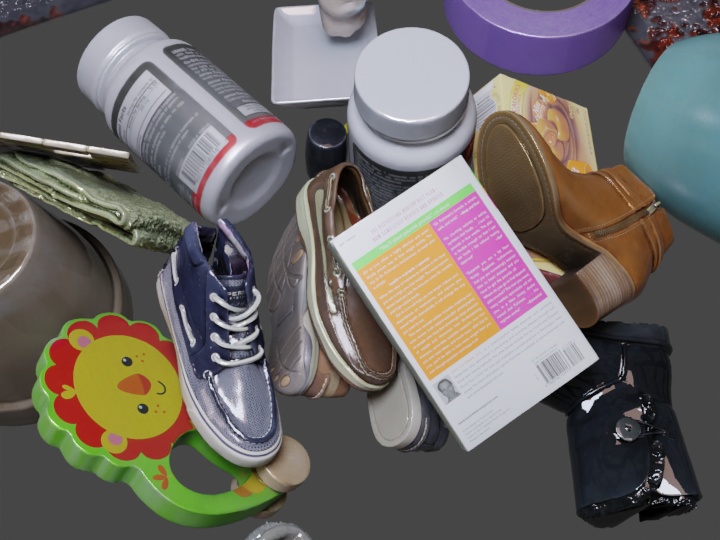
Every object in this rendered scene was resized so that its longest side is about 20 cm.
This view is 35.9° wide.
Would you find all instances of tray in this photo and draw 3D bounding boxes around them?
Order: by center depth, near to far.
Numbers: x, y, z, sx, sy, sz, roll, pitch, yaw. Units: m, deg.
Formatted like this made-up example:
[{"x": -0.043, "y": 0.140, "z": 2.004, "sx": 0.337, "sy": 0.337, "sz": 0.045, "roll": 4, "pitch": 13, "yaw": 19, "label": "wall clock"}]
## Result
[{"x": -0.034, "y": -0.213, "z": 1.108, "sx": 0.107, "sy": 0.022, "sz": 0.200, "roll": -4, "pitch": 39, "yaw": 0, "label": "tray"}]

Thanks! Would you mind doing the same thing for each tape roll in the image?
[{"x": 0.187, "y": -0.304, "z": 1.160, "sx": 0.199, "sy": 0.066, "sz": 0.201, "roll": -1, "pitch": 64, "yaw": 2, "label": "tape roll"}]

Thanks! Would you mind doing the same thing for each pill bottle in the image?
[{"x": 0.045, "y": -0.117, "z": 0.996, "sx": 0.114, "sy": 0.200, "sz": 0.114, "roll": 0, "pitch": 64, "yaw": 1, "label": "pill bottle"}, {"x": -0.167, "y": -0.145, "z": 1.055, "sx": 0.114, "sy": 0.114, "sz": 0.200, "roll": -42, "pitch": 70, "yaw": -17, "label": "pill bottle"}]

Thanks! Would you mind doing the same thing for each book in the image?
[{"x": 0.083, "y": 0.025, "z": 0.901, "sx": 0.133, "sy": 0.048, "sz": 0.200, "roll": -33, "pitch": 89, "yaw": -7, "label": "book"}]

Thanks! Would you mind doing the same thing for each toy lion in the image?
[{"x": -0.164, "y": 0.121, "z": 0.910, "sx": 0.191, "sy": 0.069, "sz": 0.200, "roll": -9, "pitch": 60, "yaw": -40, "label": "toy lion"}]

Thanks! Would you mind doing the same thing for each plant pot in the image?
[{"x": -0.314, "y": 0.012, "z": 0.958, "sx": 0.199, "sy": 0.174, "sz": 0.201, "roll": -1, "pitch": 64, "yaw": 2, "label": "plant pot"}, {"x": 0.336, "y": -0.121, "z": 1.003, "sx": 0.161, "sy": 0.201, "sz": 0.201, "roll": 25, "pitch": 67, "yaw": 26, "label": "plant pot"}]

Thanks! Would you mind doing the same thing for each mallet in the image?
[{"x": 0.010, "y": -0.161, "z": 1.115, "sx": 0.041, "sy": 0.066, "sz": 0.200, "roll": 32, "pitch": 54, "yaw": 14, "label": "mallet"}]

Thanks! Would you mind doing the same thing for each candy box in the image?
[{"x": 0.165, "y": -0.071, "z": 1.024, "sx": 0.115, "sy": 0.055, "sz": 0.201, "roll": 14, "pitch": 60, "yaw": -31, "label": "candy box"}]

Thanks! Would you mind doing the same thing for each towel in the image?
[{"x": -0.218, "y": -0.058, "z": 0.981, "sx": 0.148, "sy": 0.200, "sz": 0.037, "roll": 27, "pitch": 91, "yaw": 13, "label": "towel"}]

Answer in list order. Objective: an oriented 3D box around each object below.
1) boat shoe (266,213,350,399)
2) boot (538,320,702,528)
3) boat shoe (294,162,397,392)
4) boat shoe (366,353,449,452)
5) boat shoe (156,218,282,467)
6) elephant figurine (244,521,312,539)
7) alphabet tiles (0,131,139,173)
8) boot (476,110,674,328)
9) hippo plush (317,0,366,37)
[{"x": -0.039, "y": 0.029, "z": 1.008, "sx": 0.072, "sy": 0.076, "sz": 0.201, "roll": 19, "pitch": 54, "yaw": -27, "label": "boat shoe"}, {"x": 0.181, "y": 0.128, "z": 0.942, "sx": 0.199, "sy": 0.076, "sz": 0.169, "roll": 2, "pitch": 60, "yaw": -5, "label": "boot"}, {"x": -0.005, "y": 0.000, "z": 0.949, "sx": 0.075, "sy": 0.075, "sz": 0.203, "roll": 0, "pitch": 64, "yaw": -40, "label": "boat shoe"}, {"x": 0.042, "y": 0.070, "z": 0.997, "sx": 0.063, "sy": 0.073, "sz": 0.201, "roll": 22, "pitch": 50, "yaw": -36, "label": "boat shoe"}, {"x": -0.108, "y": 0.052, "z": 0.893, "sx": 0.075, "sy": 0.093, "sz": 0.200, "roll": -12, "pitch": 61, "yaw": -33, "label": "boat shoe"}, {"x": -0.068, "y": 0.265, "z": 0.845, "sx": 0.200, "sy": 0.155, "sz": 0.142, "roll": 30, "pitch": 90, "yaw": 5, "label": "elephant figurine"}, {"x": -0.278, "y": -0.104, "z": 0.959, "sx": 0.167, "sy": 0.200, "sz": 0.008, "roll": 8, "pitch": 89, "yaw": -9, "label": "alphabet tiles"}, {"x": 0.188, "y": -0.065, "z": 0.954, "sx": 0.155, "sy": 0.074, "sz": 0.200, "roll": -35, "pitch": 103, "yaw": -40, "label": "boot"}, {"x": 0.029, "y": -0.322, "z": 1.101, "sx": 0.160, "sy": 0.200, "sz": 0.160, "roll": -10, "pitch": 89, "yaw": 0, "label": "hippo plush"}]
